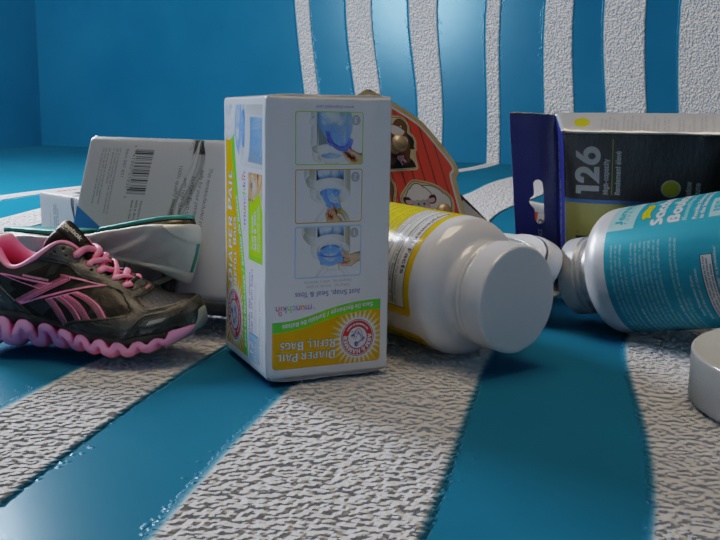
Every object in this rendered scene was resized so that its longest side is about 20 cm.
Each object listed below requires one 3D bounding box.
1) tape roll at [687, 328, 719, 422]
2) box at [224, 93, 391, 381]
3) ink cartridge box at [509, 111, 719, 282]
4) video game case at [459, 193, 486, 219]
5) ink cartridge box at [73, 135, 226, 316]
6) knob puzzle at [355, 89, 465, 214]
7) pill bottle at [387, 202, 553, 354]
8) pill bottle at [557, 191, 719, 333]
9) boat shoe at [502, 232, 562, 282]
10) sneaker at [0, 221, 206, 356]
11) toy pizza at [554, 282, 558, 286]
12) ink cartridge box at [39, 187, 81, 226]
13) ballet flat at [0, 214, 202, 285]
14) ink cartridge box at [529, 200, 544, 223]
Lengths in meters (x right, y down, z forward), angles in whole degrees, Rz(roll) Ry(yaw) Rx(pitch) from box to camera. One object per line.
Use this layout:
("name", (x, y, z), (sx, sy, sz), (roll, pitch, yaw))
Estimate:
("tape roll", (0.326, 0.077, 0.622), (0.197, 0.038, 0.203), (0, 11, 0))
("box", (-0.043, -0.030, 0.706), (0.099, 0.205, 0.112), (-3, 9, -24))
("ink cartridge box", (0.241, -0.053, 0.878), (0.195, 0.201, 0.047), (3, 38, 18))
("video game case", (0.048, -0.103, 1.168), (0.180, 0.036, 0.199), (40, -13, -16))
("ink cartridge box", (-0.161, -0.039, 0.850), (0.195, 0.149, 0.084), (4, -14, 19))
("knob puzzle", (0.036, -0.113, 1.020), (0.216, 0.225, 0.030), (-6, -16, -32))
("pill bottle", (0.062, 0.006, 0.768), (0.109, 0.114, 0.198), (-7, 14, -34))
("pill bottle", (0.270, -0.005, 0.788), (0.109, 0.114, 0.197), (-10, 1, -45))
("boat shoe", (0.111, -0.007, 0.899), (0.065, 0.075, 0.199), (27, -17, -27))
("sneaker", (-0.218, 0.011, 0.727), (0.195, 0.098, 0.079), (4, 9, 7))
("toy pizza", (0.143, -0.010, 1.071), (0.195, 0.033, 0.200), (1, 11, 0))
("ink cartridge box", (-0.282, -0.055, 1.130), (0.197, 0.086, 0.143), (9, 14, 39))
("ballet flat", (-0.228, -0.010, 0.789), (0.195, 0.071, 0.069), (-2, 9, 16))
("ink cartridge box", (0.293, -0.031, 1.021), (0.196, 0.051, 0.161), (9, -3, 31))
